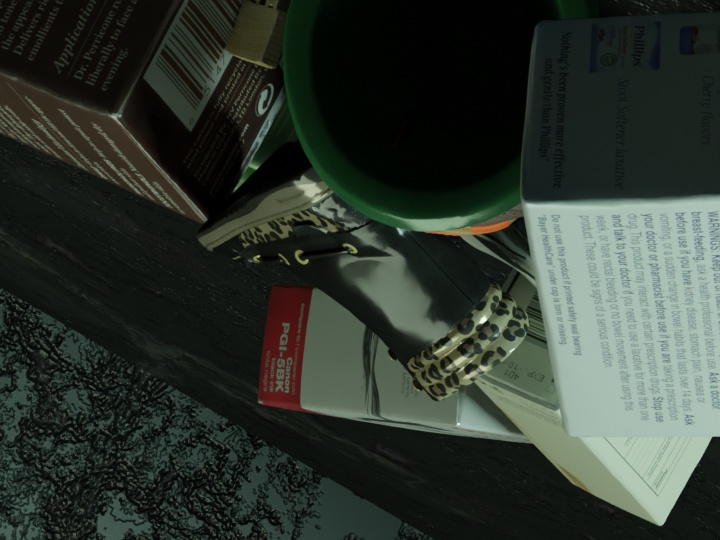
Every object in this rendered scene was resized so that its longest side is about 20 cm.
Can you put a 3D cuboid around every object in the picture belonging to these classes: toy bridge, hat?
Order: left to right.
[{"bbox_3d":[0.001,-0.126,1.619,0.027,0.067,0.200,20,-179,35],"label":"toy bridge"},{"bbox_3d":[0.067,-0.104,1.453,0.165,0.201,0.176,-17,165,21],"label":"hat"}]

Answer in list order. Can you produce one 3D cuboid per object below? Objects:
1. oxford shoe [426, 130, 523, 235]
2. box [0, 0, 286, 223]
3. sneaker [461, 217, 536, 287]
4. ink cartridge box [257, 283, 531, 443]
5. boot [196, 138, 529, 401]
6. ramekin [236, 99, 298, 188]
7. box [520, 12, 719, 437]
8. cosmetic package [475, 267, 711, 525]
[{"bbox_3d":[0.098,-0.067,1.475,0.072,0.200,0.071,-17,91,53],"label":"oxford shoe"},{"bbox_3d":[-0.149,-0.155,1.601,0.200,0.166,0.164,24,169,23],"label":"box"},{"bbox_3d":[0.055,-0.063,1.577,0.200,0.074,0.089,52,158,11],"label":"sneaker"},{"bbox_3d":[0.054,0.060,1.824,0.147,0.083,0.200,11,175,-38],"label":"ink cartridge box"},{"bbox_3d":[0.000,0.000,1.540,0.151,0.073,0.200,45,157,-8],"label":"boot"},{"bbox_3d":[-0.023,-0.073,1.841,0.200,0.098,0.200,27,169,6],"label":"ramekin"},{"bbox_3d":[0.180,-0.019,1.284,0.199,0.105,0.184,-1,144,10],"label":"box"},{"bbox_3d":[0.141,0.061,1.674,0.071,0.105,0.200,24,167,31],"label":"cosmetic package"}]
